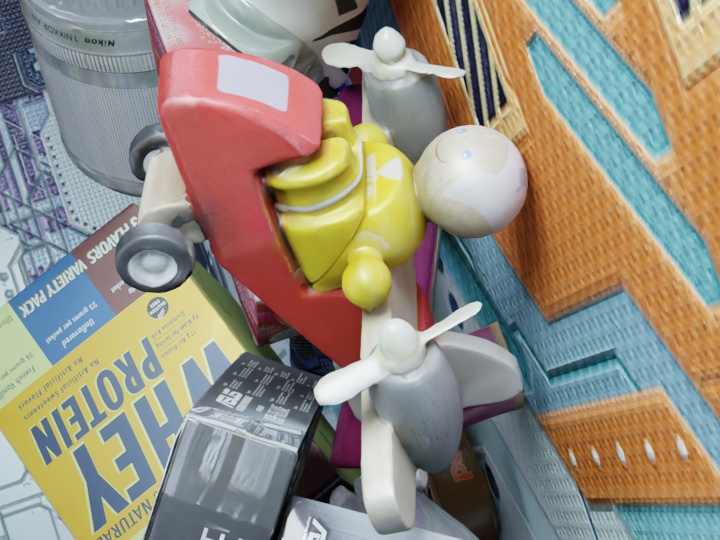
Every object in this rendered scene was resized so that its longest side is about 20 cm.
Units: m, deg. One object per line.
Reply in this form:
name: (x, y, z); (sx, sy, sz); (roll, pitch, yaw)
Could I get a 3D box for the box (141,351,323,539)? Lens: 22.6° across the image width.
box: (-0.064, 0.127, 0.783); (0.200, 0.050, 0.158); (-59, -13, -84)

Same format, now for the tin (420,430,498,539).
tin: (0.042, 0.129, 1.082); (0.200, 0.042, 0.112); (98, 148, -71)

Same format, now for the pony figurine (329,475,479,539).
pony figurine: (0.031, 0.212, 0.970); (0.193, 0.167, 0.200); (30, 176, -11)

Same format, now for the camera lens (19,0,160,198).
camera lens: (-0.139, -0.160, 1.209); (0.200, 0.160, 0.160); (82, 167, -49)

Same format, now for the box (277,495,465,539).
box: (0.039, 0.160, 0.777); (0.200, 0.158, 0.048); (98, -172, -70)

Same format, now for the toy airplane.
toy airplane: (0.013, -0.005, 0.732); (0.200, 0.141, 0.199); (65, -155, 7)

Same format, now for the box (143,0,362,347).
box: (-0.043, -0.073, 0.989); (0.095, 0.100, 0.200); (100, 151, -72)

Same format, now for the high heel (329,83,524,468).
high heel: (0.000, 0.000, 0.879); (0.067, 0.096, 0.200); (92, 158, -67)

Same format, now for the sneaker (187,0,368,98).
sneaker: (-0.021, -0.136, 0.855); (0.074, 0.089, 0.200); (36, -174, -2)

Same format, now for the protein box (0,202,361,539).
protein box: (-0.099, 0.100, 1.046); (0.199, 0.135, 0.200); (51, 179, 19)

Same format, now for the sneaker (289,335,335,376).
sneaker: (-0.021, 0.011, 1.126); (0.200, 0.075, 0.079); (-127, 23, -60)
